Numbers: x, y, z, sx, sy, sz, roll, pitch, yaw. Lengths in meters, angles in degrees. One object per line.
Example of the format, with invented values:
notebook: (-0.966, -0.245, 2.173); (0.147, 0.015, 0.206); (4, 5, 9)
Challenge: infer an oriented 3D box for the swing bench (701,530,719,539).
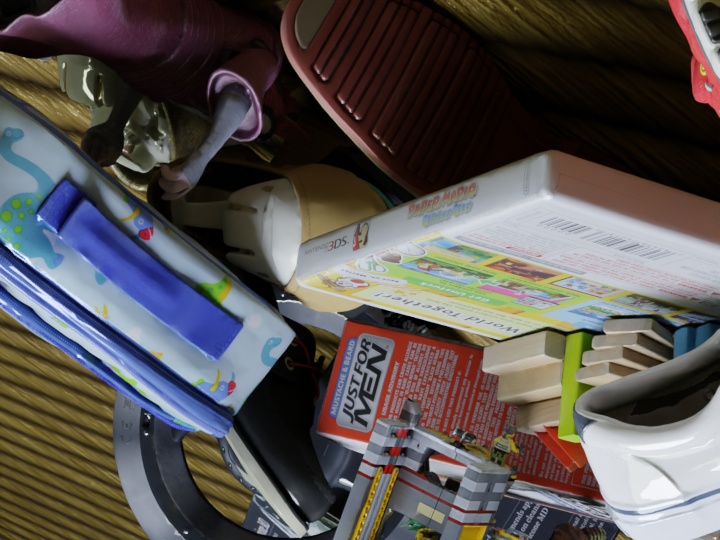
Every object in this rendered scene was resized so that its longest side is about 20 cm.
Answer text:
swing bench: (0.274, 0.148, 1.178); (0.198, 0.130, 0.200); (25, 156, 27)

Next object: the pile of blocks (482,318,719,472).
pile of blocks: (0.143, 0.060, 1.105); (0.199, 0.062, 0.082); (-5, 161, 31)

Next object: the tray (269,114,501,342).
tray: (0.055, -0.005, 1.303); (0.199, 0.037, 0.099); (25, 161, 24)

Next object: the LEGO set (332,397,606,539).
LEGO set: (0.080, 0.131, 1.162); (0.200, 0.116, 0.153); (26, -171, 39)

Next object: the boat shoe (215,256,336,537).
boat shoe: (-0.052, 0.046, 1.305); (0.074, 0.063, 0.202); (61, -179, -46)

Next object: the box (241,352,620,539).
box: (0.044, 0.146, 1.601); (0.196, 0.124, 0.200); (34, 164, 4)

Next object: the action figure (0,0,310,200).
action figure: (-0.096, -0.115, 1.204); (0.200, 0.150, 0.134); (21, 179, -41)

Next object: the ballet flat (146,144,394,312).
ballet flat: (-0.047, -0.020, 1.227); (0.063, 0.069, 0.200); (0, -173, -24)

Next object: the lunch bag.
lunch bag: (-0.133, -0.010, 1.198); (0.200, 0.083, 0.161); (40, 172, -33)

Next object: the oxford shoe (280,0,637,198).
oxford shoe: (0.038, -0.053, 1.140); (0.200, 0.071, 0.075); (39, 165, -18)

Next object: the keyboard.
keyboard: (0.000, 0.000, 1.290); (0.104, 0.040, 0.200); (36, 164, -5)

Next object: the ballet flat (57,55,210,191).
ballet flat: (-0.120, -0.099, 1.311); (0.070, 0.071, 0.200); (27, 162, 19)

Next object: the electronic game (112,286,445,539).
electronic game: (-0.041, 0.090, 1.477); (0.200, 0.201, 0.042); (32, -176, 3)

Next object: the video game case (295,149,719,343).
video game case: (0.103, 0.003, 1.075); (0.199, 0.023, 0.182); (15, 162, -30)

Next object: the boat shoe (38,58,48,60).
boat shoe: (-0.189, -0.167, 1.250); (0.065, 0.072, 0.200); (23, 169, 17)

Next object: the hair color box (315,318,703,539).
hair color box: (0.093, 0.080, 1.252); (0.199, 0.064, 0.111); (13, 172, 32)

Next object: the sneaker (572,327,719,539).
sneaker: (0.176, 0.045, 1.021); (0.199, 0.073, 0.071); (-26, 117, 18)

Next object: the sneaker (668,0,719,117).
sneaker: (0.141, -0.070, 0.898); (0.085, 0.077, 0.200); (23, 161, 46)
